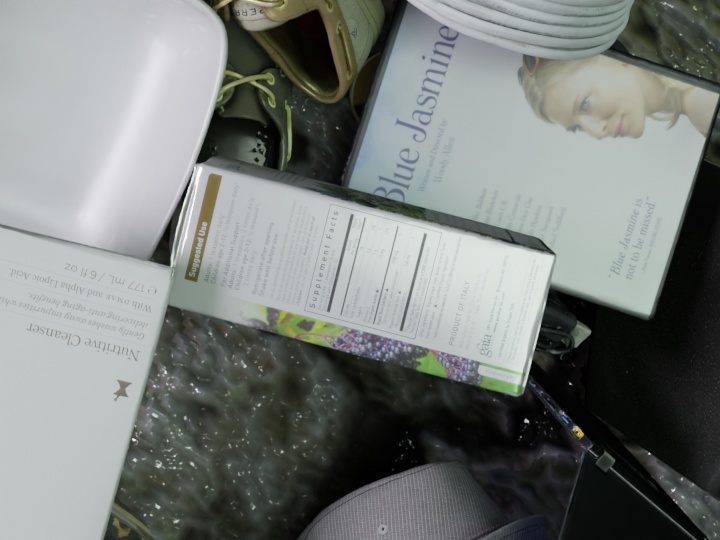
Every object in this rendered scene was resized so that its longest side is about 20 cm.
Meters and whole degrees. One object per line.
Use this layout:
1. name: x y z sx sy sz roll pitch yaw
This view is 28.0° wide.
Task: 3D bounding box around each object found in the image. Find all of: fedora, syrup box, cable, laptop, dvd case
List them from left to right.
1. syrup box: 0.000 0.000 0.790 0.198 0.079 0.082 14 97 0
2. fedora: 0.015 0.184 0.884 0.200 0.176 0.091 -41 72 19
3. cable: 0.077 -0.208 0.825 0.198 0.201 0.069 23 130 -12
4. dvd case: 0.097 -0.070 0.837 0.198 0.018 0.144 18 89 0
5. laptop: 0.126 0.160 0.868 0.116 0.200 0.187 -44 135 5

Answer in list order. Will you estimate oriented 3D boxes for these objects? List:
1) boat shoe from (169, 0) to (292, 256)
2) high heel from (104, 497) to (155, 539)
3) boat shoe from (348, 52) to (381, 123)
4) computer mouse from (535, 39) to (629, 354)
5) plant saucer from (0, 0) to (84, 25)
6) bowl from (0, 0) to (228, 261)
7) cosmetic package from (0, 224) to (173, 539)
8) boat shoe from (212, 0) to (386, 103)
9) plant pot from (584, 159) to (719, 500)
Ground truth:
1. boat shoe: -0.072 -0.088 0.857 0.071 0.060 0.204 5 94 -21
2. high heel: -0.226 0.161 0.817 0.199 0.071 0.144 28 82 -7
3. boat shoe: 0.075 -0.060 0.915 0.200 0.062 0.075 44 78 -20
4. computer mouse: 0.125 -0.053 0.881 0.138 0.053 0.202 27 85 -33
5. plant saucer: -0.178 -0.222 0.818 0.198 0.035 0.202 -2 97 -20
6. bowl: -0.189 -0.093 0.786 0.198 0.075 0.201 19 108 -20
7. cosmetic package: -0.178 0.082 0.746 0.112 0.081 0.202 14 88 -17
8. boat shoe: -0.047 -0.159 0.780 0.200 0.073 0.067 40 60 -51
9. plant pot: 0.261 0.051 0.914 0.198 0.200 0.179 19 99 -37
